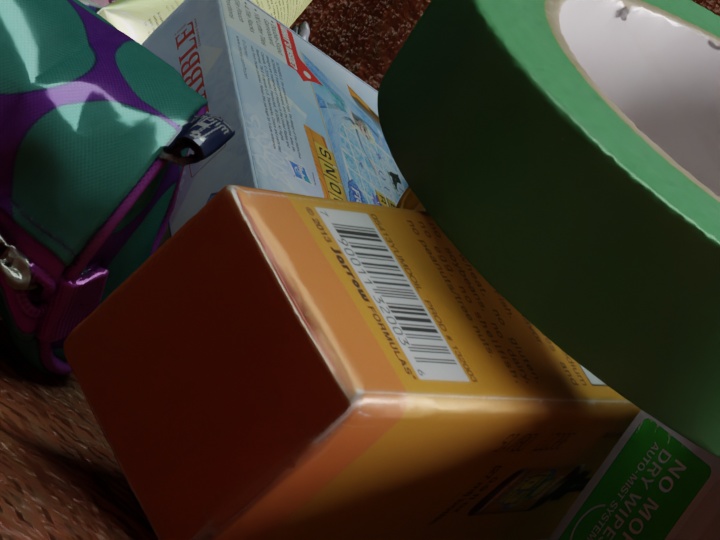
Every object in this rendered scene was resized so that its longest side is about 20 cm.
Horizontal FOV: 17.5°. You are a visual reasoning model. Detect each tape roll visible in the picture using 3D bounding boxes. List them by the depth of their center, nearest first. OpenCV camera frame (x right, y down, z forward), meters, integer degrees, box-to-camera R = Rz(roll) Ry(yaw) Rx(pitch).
[{"bbox_3d":[0.101,-0.016,0.641,0.200,0.048,0.201,28,23,-13],"label":"tape roll"}]

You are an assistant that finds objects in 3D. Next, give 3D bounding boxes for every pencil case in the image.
[{"bbox_3d":[-0.135,-0.062,0.615,0.199,0.085,0.092,35,27,-1],"label":"pencil case"}]

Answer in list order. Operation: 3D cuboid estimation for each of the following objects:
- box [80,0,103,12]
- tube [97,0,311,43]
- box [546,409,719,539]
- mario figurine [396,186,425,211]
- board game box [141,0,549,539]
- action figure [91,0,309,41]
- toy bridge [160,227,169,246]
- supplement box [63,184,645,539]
[{"bbox_3d":[-0.182,-0.120,0.923,0.199,0.042,0.119,22,4,-1],"label":"box"},{"bbox_3d":[-0.058,-0.116,1.010,0.058,0.052,0.200,33,36,1],"label":"tube"},{"bbox_3d":[0.156,0.142,0.600,0.200,0.097,0.176,32,6,-38],"label":"box"},{"bbox_3d":[0.096,0.028,0.760,0.200,0.124,0.106,39,-17,-7],"label":"mario figurine"},{"bbox_3d":[0.023,0.023,0.754,0.199,0.041,0.201,33,28,-33],"label":"board game box"},{"bbox_3d":[-0.133,-0.100,1.087,0.199,0.134,0.150,7,55,-29],"label":"action figure"},{"bbox_3d":[-0.101,-0.037,0.983,0.067,0.027,0.200,35,5,0],"label":"toy bridge"},{"bbox_3d":[0.018,0.029,0.604,0.200,0.066,0.069,9,45,-56],"label":"supplement box"}]
